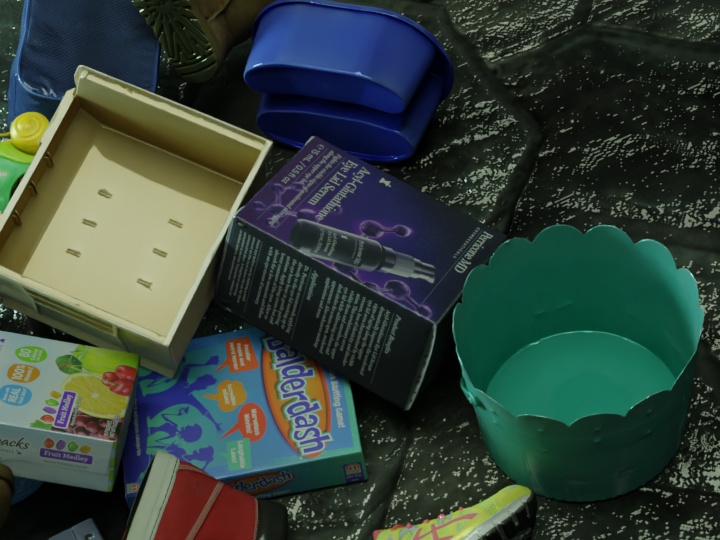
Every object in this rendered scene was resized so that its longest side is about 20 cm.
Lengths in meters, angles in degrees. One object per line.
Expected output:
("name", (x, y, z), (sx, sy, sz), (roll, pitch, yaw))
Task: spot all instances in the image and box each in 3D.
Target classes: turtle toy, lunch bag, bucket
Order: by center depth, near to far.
("bucket", (0.177, 0.077, 1.646), (0.205, 0.135, 0.208), (-4, 51, 5))
("turtle toy", (-0.296, -0.063, 1.838), (0.198, 0.146, 0.102), (-13, 59, -2))
("lunch bag", (-0.263, -0.191, 1.937), (0.135, 0.133, 0.201), (11, 53, -9))

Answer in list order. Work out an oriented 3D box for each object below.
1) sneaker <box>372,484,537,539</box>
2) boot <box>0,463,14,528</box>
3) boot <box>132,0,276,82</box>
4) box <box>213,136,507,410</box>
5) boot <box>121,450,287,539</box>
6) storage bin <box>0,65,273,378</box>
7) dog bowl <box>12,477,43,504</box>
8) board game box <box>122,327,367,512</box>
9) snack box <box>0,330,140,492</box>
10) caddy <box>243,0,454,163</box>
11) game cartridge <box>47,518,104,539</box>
("sneaker", (0.051, 0.222, 1.587), (0.199, 0.078, 0.090), (-34, 52, -17))
("boot", (-0.304, 0.270, 1.553), (0.066, 0.175, 0.201), (9, 48, -27))
("boot", (-0.148, -0.289, 1.935), (0.066, 0.176, 0.200), (-9, 26, 25))
("box", (0.000, 0.000, 1.711), (0.199, 0.105, 0.148), (27, 41, 12))
("boot", (-0.125, 0.249, 1.580), (0.143, 0.073, 0.201), (24, 53, -7))
("storage bin", (-0.203, -0.044, 1.725), (0.197, 0.094, 0.201), (22, 70, 9))
("dog bowl", (-0.351, 0.164, 1.717), (0.199, 0.050, 0.112), (-18, 51, -6))
("board game box", (-0.103, 0.122, 1.713), (0.198, 0.045, 0.153), (-11, 50, -1))
("snack box", (-0.285, 0.105, 1.631), (0.198, 0.053, 0.142), (10, 26, -2))
("caddy", (-0.014, -0.184, 1.888), (0.199, 0.142, 0.105), (10, 56, 16))
("game cartridge", (-0.230, 0.300, 1.599), (0.129, 0.039, 0.200), (-23, 51, -15))
